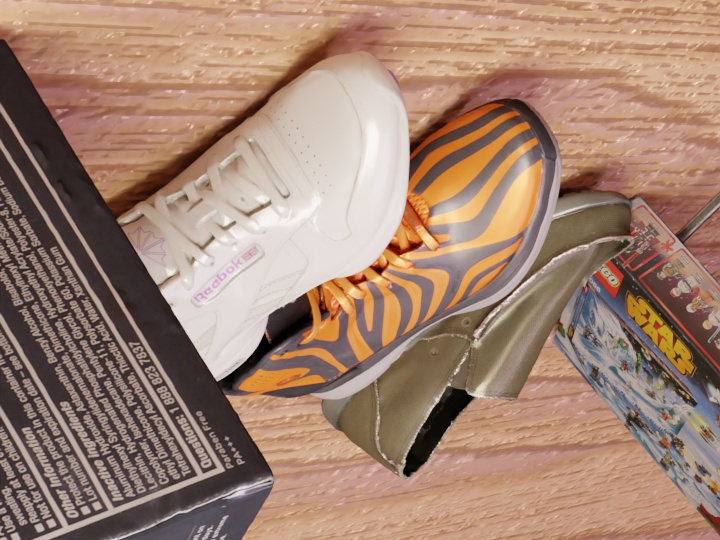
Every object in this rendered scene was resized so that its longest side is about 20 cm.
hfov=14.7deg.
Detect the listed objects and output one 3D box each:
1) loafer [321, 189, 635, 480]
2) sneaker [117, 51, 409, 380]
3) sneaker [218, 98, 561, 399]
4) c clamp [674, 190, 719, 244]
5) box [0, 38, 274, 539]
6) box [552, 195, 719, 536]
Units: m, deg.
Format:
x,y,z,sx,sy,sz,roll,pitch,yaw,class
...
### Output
x,y,z,sx,sy,sz,roll,pitch,yaw,class
0.071,0.035,1.438,0.200,0.070,0.075,-42,157,20,loafer
-0.054,-0.011,1.149,0.100,0.075,0.200,-8,147,-51,sneaker
0.000,0.000,1.250,0.112,0.078,0.200,-6,146,-52,sneaker
0.252,-0.052,1.580,0.171,0.027,0.200,-42,158,3,c clamp
-0.174,0.051,0.941,0.198,0.200,0.123,-18,154,-33,box
0.189,0.071,1.505,0.040,0.200,0.137,-33,160,-20,box
